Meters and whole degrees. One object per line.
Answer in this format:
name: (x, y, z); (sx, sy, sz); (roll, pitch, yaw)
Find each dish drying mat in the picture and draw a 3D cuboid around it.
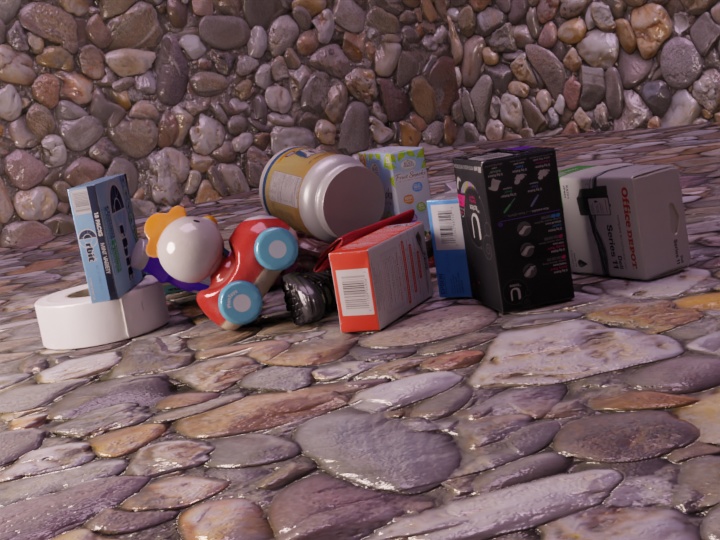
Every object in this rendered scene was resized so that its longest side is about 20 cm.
dish drying mat: (0.008, -0.046, 1.638); (0.200, 0.018, 0.077); (-22, -21, -53)

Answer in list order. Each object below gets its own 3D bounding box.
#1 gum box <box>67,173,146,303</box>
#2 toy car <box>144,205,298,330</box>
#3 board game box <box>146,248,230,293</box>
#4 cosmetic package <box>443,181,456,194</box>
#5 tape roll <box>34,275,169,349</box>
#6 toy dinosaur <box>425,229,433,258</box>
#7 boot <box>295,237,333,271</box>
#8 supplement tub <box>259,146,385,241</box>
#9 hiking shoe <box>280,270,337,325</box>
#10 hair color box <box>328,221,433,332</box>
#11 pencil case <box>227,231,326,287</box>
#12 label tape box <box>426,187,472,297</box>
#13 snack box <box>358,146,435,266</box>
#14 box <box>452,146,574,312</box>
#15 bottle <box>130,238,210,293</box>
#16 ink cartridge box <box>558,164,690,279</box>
gum box: (-0.381, -0.053, 1.689); (0.045, 0.170, 0.200); (-9, 10, 3)
toy car: (-0.211, -0.032, 1.601); (0.177, 0.200, 0.184); (-56, 9, -5)
board game box: (-0.304, -0.007, 1.932); (0.151, 0.047, 0.200); (-8, -10, 6)
cosmetic package: (0.256, -0.114, 1.987); (0.200, 0.081, 0.113); (-13, 42, -23)
tape roll: (-0.404, 0.063, 1.752); (0.202, 0.071, 0.202); (-9, 9, 1)
toy dinosaur: (0.071, -0.031, 1.784); (0.200, 0.077, 0.102); (-19, -22, 39)
boot: (0.000, 0.000, 1.757); (0.200, 0.064, 0.186); (15, 2, 40)
supplement tub: (-0.065, -0.128, 1.869); (0.145, 0.145, 0.200); (-16, 20, -32)
hiking shoe: (-0.059, 0.028, 1.603); (0.101, 0.076, 0.200); (-14, 9, -7)
hair color box: (0.032, 0.006, 1.537); (0.064, 0.111, 0.200); (-4, 11, 27)
pencil case: (-0.133, -0.022, 1.932); (0.200, 0.083, 0.087); (-19, 24, -36)
label tape box: (0.174, -0.053, 1.635); (0.066, 0.143, 0.200); (-4, 12, 29)
snack box: (0.066, -0.109, 1.904); (0.068, 0.200, 0.169); (-12, 9, -17)
box: (0.200, -0.057, 1.470); (0.106, 0.200, 0.122); (-12, 10, -12)
bottle: (-0.256, 0.001, 1.735); (0.200, 0.065, 0.084); (19, 7, -27)
ink cartridge box: (0.353, -0.070, 1.559); (0.083, 0.147, 0.200); (-16, 11, -27)
